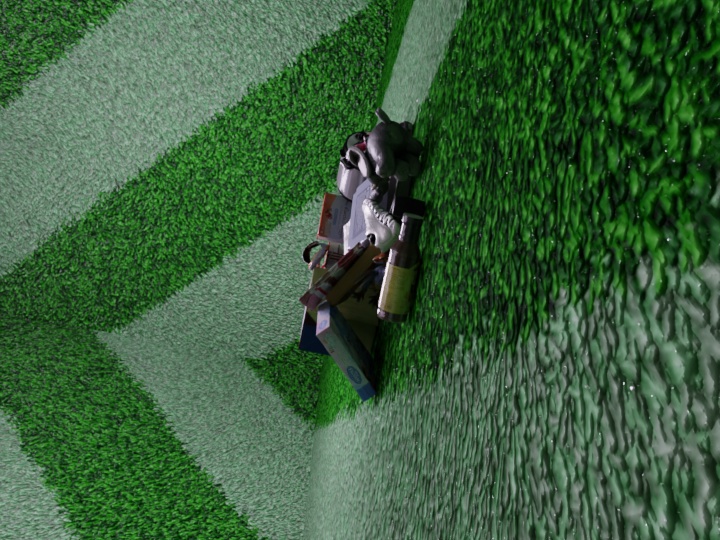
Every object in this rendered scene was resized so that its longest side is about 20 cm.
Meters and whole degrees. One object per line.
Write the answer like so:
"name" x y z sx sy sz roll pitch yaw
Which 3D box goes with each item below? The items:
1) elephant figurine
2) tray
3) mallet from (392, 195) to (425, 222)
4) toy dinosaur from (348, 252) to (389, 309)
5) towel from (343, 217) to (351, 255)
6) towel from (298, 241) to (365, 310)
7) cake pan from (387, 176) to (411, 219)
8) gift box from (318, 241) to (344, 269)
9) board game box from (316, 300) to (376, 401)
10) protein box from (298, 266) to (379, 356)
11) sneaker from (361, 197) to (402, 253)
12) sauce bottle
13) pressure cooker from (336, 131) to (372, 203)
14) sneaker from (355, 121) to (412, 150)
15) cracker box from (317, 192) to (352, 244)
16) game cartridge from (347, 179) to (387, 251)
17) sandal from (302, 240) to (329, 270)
"elephant figurine" 0.039 -0.250 1.457 0.199 0.139 0.159 -5 75 60
"tray" 0.000 0.000 1.578 0.200 0.037 0.098 -48 -8 19
"mallet" 0.106 -0.115 1.331 0.200 0.064 0.042 28 -106 -80
"toy dinosaur" 0.043 0.009 1.508 0.183 0.104 0.201 -56 9 35
"towel" 0.006 -0.114 1.710 0.193 0.034 0.203 -49 30 46
"towel" -0.060 0.018 1.555 0.200 0.023 0.144 -44 -10 -1
"cake pan" 0.097 -0.218 1.602 0.200 0.036 0.205 -169 90 -86
"gift box" -0.049 0.016 1.979 0.185 0.182 0.204 -90 10 -64
"board game box" -0.034 0.185 1.549 0.043 0.201 0.200 -33 15 8
"protein box" -0.055 0.119 1.754 0.202 0.194 0.137 -86 10 -55
"sneaker" 0.037 -0.105 1.475 0.082 0.075 0.200 -51 28 7
"sauce bottle" 0.079 -0.004 1.208 0.065 0.063 0.204 -96 16 -73
"pressure cooker" 0.020 -0.315 1.906 0.178 0.175 0.202 -80 3 -45
"sneaker" 0.057 -0.342 1.713 0.199 0.094 0.081 -29 49 46
"cracker box" -0.026 -0.148 1.963 0.058 0.195 0.137 137 144 -80
"game cartridge" 0.019 -0.146 1.637 0.133 0.040 0.204 -39 39 52
"sandal" -0.137 -0.052 1.878 0.080 0.059 0.207 -56 1 7
